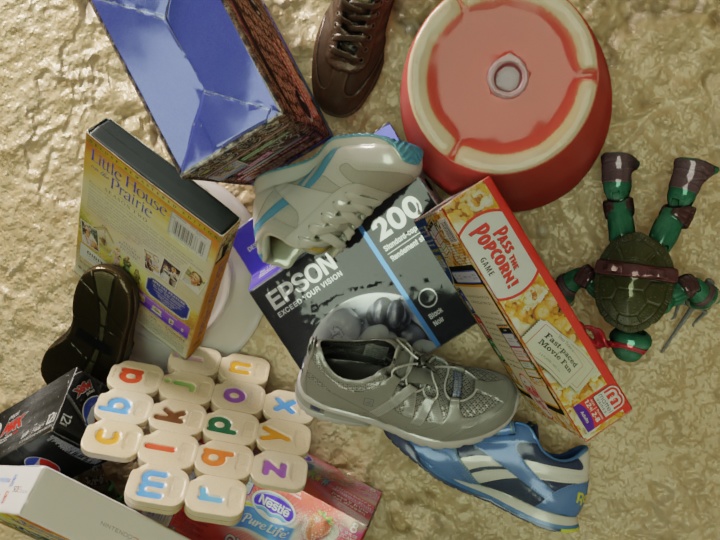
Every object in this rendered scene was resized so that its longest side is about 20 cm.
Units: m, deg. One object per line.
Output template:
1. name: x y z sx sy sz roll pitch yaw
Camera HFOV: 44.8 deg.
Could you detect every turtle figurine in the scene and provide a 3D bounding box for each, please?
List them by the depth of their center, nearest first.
1. turtle figurine: 0.240 0.004 0.752 0.148 0.101 0.203 10 90 10

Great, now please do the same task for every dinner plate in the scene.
1. dinner plate: -0.188 0.005 0.867 0.197 0.024 0.203 1 95 11

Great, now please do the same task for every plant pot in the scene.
1. plant pot: 0.118 -0.148 0.719 0.197 0.177 0.204 1 94 10

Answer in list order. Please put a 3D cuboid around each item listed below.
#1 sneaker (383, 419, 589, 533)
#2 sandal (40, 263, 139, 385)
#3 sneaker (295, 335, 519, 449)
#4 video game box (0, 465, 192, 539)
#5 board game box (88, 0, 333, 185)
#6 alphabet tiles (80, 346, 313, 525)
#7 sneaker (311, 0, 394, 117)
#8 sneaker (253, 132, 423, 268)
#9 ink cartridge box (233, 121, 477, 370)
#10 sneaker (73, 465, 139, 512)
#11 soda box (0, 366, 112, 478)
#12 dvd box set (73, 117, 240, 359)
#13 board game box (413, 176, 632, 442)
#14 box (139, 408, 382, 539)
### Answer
1. sneaker: 0.117 0.165 0.799 0.198 0.074 0.083 22 92 3
2. sandal: -0.254 0.062 0.849 0.081 0.055 0.201 31 126 4
3. sneaker: 0.041 0.099 0.753 0.197 0.075 0.083 4 136 0
4. video game box: -0.226 0.230 0.759 0.199 0.181 0.047 36 59 -26
5. board game box: -0.117 -0.168 0.749 0.096 0.200 0.161 -28 90 10
6. alphabet tiles: -0.139 0.139 0.780 0.193 0.201 0.015 11 124 -5
7. sneaker: -0.004 -0.241 0.786 0.070 0.076 0.203 19 97 8
8. sneaker: -0.019 -0.057 0.735 0.199 0.076 0.082 -19 65 49
9. ink cartridge box: 0.000 0.000 0.813 0.197 0.043 0.201 -34 92 12
10. sneaker: -0.254 0.250 0.887 0.087 0.077 0.203 -4 91 -21
11. soda box: -0.309 0.165 0.833 0.199 0.071 0.063 -27 127 34
12. dvd box set: -0.188 -0.021 0.776 0.146 0.029 0.201 36 141 7
13. board game box: 0.122 0.029 0.702 0.046 0.151 0.201 -32 92 -4
14. box: -0.091 0.220 0.827 0.198 0.095 0.104 26 98 7
